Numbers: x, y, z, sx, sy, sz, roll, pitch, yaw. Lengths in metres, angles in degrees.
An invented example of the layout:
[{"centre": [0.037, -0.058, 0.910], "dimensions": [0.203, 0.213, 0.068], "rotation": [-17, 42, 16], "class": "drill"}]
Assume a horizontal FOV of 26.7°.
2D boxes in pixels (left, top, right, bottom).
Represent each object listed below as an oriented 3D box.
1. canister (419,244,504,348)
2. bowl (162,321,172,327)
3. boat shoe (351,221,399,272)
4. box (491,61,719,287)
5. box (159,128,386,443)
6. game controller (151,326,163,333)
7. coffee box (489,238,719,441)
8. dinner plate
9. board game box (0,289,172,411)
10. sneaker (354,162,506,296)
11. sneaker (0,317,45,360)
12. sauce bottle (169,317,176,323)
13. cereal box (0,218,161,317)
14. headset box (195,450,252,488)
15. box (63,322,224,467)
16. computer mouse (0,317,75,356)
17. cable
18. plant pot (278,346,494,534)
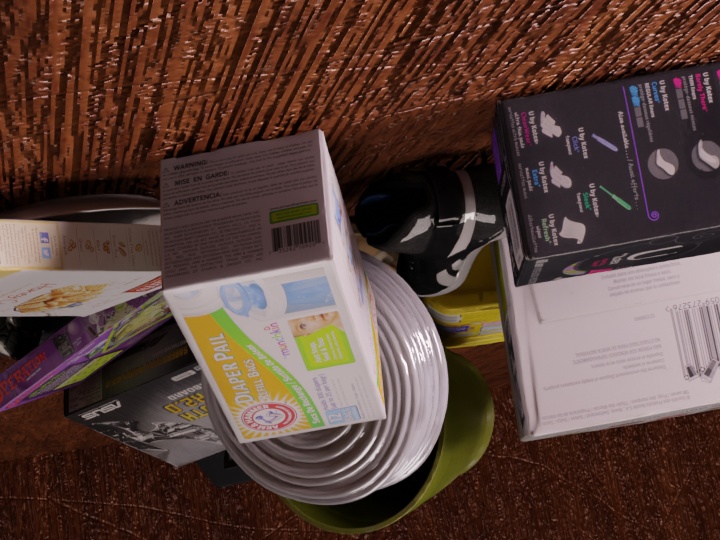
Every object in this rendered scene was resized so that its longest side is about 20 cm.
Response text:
[{"centre": [0.123, 0.013, 1.447], "dimensions": [0.147, 0.088, 0.200], "rotation": [-9, 169, 0], "class": "canister"}, {"centre": [-0.112, 0.059, 1.470], "dimensions": [0.198, 0.092, 0.201], "rotation": [-8, 171, -1], "class": "bowl"}, {"centre": [0.000, 0.000, 1.302], "dimensions": [0.071, 0.065, 0.199], "rotation": [-14, 170, 27], "class": "boat shoe"}, {"centre": [0.190, -0.063, 0.984], "dimensions": [0.197, 0.107, 0.122], "rotation": [-10, 171, 2], "class": "box"}, {"centre": [-0.054, 0.017, 1.002], "dimensions": [0.111, 0.102, 0.201], "rotation": [-10, 145, 6], "class": "box"}, {"centre": [-0.189, 0.090, 1.434], "dimensions": [0.103, 0.042, 0.200], "rotation": [7, 150, 29], "class": "game controller"}, {"centre": [0.212, 0.022, 1.225], "dimensions": [0.197, 0.203, 0.198], "rotation": [-9, 172, 2], "class": "coffee box"}, {"centre": [-0.202, -0.026, 1.073], "dimensions": [0.198, 0.025, 0.200], "rotation": [-10, 172, -1], "class": "dinner plate"}, {"centre": [-0.196, 0.044, 1.211], "dimensions": [0.199, 0.032, 0.120], "rotation": [-34, 177, 24], "class": "board game box"}, {"centre": [0.038, -0.033, 1.157], "dimensions": [0.111, 0.074, 0.200], "rotation": [-2, 161, -22], "class": "sneaker"}, {"centre": [-0.308, 0.024, 1.184], "dimensions": [0.089, 0.079, 0.200], "rotation": [16, -176, 16], "class": "sneaker"}, {"centre": [-0.119, 0.025, 1.320], "dimensions": [0.198, 0.067, 0.066], "rotation": [2, 167, -24], "class": "sauce bottle"}, {"centre": [-0.223, 0.001, 1.021], "dimensions": [0.143, 0.040, 0.199], "rotation": [-18, 167, 40], "class": "cereal box"}, {"centre": [-0.086, 0.129, 1.608], "dimensions": [0.173, 0.093, 0.200], "rotation": [-21, -157, 48], "class": "headset box"}, {"centre": [-0.137, 0.103, 1.340], "dimensions": [0.198, 0.049, 0.158], "rotation": [-22, 145, 26], "class": "box"}, {"centre": [-0.356, 0.062, 1.378], "dimensions": [0.139, 0.047, 0.199], "rotation": [-18, 168, 37], "class": "computer mouse"}, {"centre": [-0.029, 0.079, 1.165], "dimensions": [0.199, 0.202, 0.069], "rotation": [26, -161, 20], "class": "cable"}, {"centre": [0.032, 0.140, 1.444], "dimensions": [0.198, 0.203, 0.192], "rotation": [-14, 170, 27], "class": "plant pot"}]
